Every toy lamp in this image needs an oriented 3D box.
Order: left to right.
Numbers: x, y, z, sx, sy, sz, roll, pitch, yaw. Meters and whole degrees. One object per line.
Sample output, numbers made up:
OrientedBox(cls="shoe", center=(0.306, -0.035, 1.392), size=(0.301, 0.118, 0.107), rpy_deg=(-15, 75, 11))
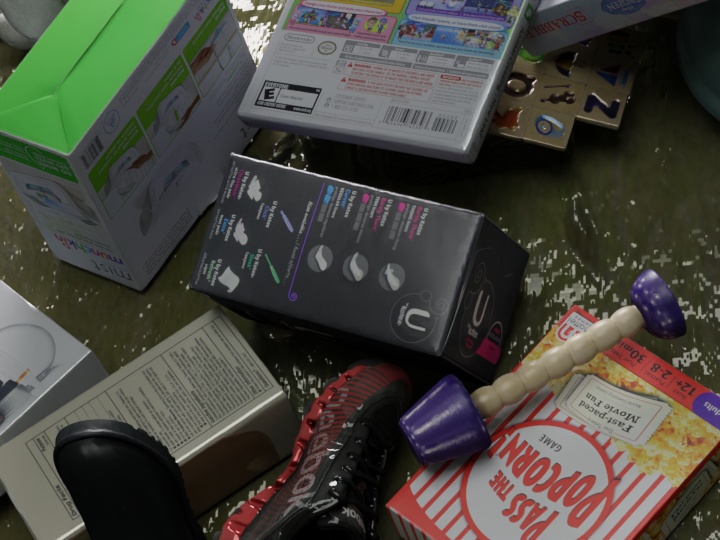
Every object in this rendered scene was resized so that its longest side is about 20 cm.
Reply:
OrientedBox(cls="toy lamp", center=(0.119, 0.068, 1.344), size=(0.200, 0.058, 0.058), rpy_deg=(-27, 53, -7))

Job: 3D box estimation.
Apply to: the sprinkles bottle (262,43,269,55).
OrientedBox(cls="sprinkles bottle", center=(0.004, -0.233, 1.602), size=(0.068, 0.068, 0.200), rpy_deg=(36, 89, 33))

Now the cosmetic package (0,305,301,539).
OrientedBox(cls="cosmetic package", center=(-0.150, 0.127, 1.424), size=(0.200, 0.071, 0.105), rpy_deg=(-32, 53, -8))

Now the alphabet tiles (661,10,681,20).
OrientedBox(cls="alphabet tiles", center=(0.221, -0.280, 1.612), size=(0.167, 0.008, 0.200), rpy_deg=(11, 54, 5))

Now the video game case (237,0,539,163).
OrientedBox(cls="video game case", center=(0.026, -0.175, 1.503), size=(0.200, 0.022, 0.182), rpy_deg=(11, 68, 29))

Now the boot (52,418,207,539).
OrientedBox(cls="boot", center=(-0.144, 0.212, 1.292), size=(0.073, 0.198, 0.163), rpy_deg=(-11, 47, 11))

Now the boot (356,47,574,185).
OrientedBox(cls="boot", center=(0.080, -0.165, 1.574), size=(0.175, 0.066, 0.200), rpy_deg=(-3, 55, -1))

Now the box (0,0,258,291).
OrientedBox(cls="box", center=(-0.172, -0.119, 1.537), size=(0.097, 0.177, 0.200), rpy_deg=(20, 64, 26))

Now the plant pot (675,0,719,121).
OrientedBox(cls="plant pot", center=(0.335, -0.206, 1.466), size=(0.200, 0.134, 0.201), rpy_deg=(-2, 57, 4))

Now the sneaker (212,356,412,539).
OrientedBox(cls="sneaker", center=(-0.014, 0.146, 1.361), size=(0.098, 0.071, 0.201), rpy_deg=(12, 59, 49))

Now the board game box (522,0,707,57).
OrientedBox(cls="board game box", center=(0.220, -0.261, 1.480), size=(0.200, 0.041, 0.200), rpy_deg=(-13, 40, 54))

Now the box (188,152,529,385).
OrientedBox(cls="box", center=(0.000, 0.000, 1.422), size=(0.200, 0.122, 0.106), rpy_deg=(14, 83, 24))

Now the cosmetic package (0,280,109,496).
OrientedBox(cls="cosmetic package", center=(-0.303, 0.107, 1.485), size=(0.200, 0.052, 0.151), rpy_deg=(-44, 47, -16))

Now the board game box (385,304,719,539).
OrientedBox(cls="board game box", center=(0.140, 0.138, 1.351), size=(0.151, 0.046, 0.200), rpy_deg=(33, 70, 32))

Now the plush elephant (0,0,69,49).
OrientedBox(cls="plush elephant", center=(-0.240, -0.259, 1.666), size=(0.165, 0.155, 0.200), rpy_deg=(-40, 55, -13))

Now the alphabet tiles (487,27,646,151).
OrientedBox(cls="alphabet tiles", center=(0.111, -0.168, 1.532), size=(0.200, 0.006, 0.167), rpy_deg=(15, 55, 8))
